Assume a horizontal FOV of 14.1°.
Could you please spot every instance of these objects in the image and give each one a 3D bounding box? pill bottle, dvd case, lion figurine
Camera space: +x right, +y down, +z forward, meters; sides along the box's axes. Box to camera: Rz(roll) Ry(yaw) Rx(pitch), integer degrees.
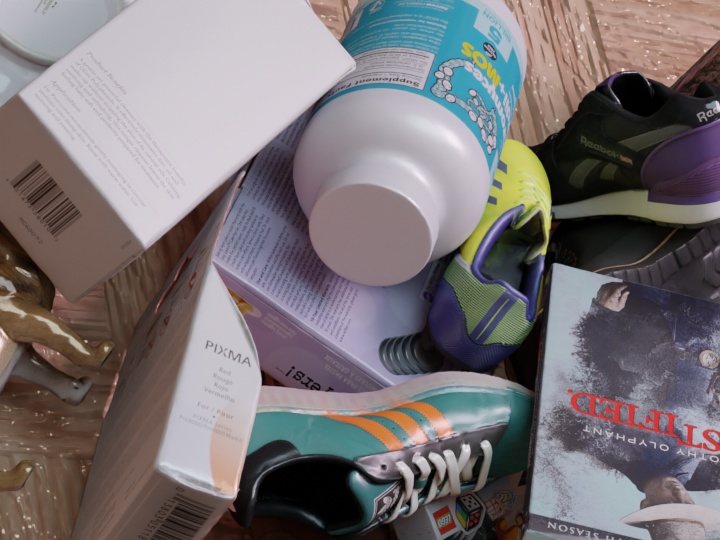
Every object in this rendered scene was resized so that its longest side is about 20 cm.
[{"bbox_3d":[0.026,-0.077,1.648,0.111,0.111,0.200,33,38,-11],"label":"pill bottle"},{"bbox_3d":[0.163,0.086,1.563,0.146,0.022,0.200,14,46,-4],"label":"dvd case"},{"bbox_3d":[-0.211,0.057,1.515,0.122,0.072,0.200,32,53,-2],"label":"lion figurine"}]

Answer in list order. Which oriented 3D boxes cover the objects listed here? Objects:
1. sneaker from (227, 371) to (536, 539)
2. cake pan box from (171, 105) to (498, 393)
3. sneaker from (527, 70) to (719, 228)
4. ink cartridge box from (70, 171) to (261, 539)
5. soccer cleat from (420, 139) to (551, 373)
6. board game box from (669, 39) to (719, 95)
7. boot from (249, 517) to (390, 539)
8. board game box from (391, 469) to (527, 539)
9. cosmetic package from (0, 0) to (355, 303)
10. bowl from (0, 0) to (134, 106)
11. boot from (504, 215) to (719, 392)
[{"bbox_3d":[0.013,0.106,1.548,0.200,0.071,0.080,-3,42,-17],"label":"sneaker"},{"bbox_3d":[0.000,0.000,1.680,0.184,0.052,0.200,35,38,-11],"label":"cake pan box"},{"bbox_3d":[0.154,-0.081,1.750,0.076,0.200,0.088,-31,112,-37],"label":"sneaker"},{"bbox_3d":[-0.094,0.071,1.518,0.050,0.162,0.200,25,49,-11],"label":"ink cartridge box"},{"bbox_3d":[0.087,-0.019,1.665,0.065,0.084,0.200,34,36,-11],"label":"soccer cleat"},{"bbox_3d":[0.264,-0.070,1.813,0.159,0.200,0.097,43,47,0],"label":"board game box"},{"bbox_3d":[-0.051,0.146,1.560,0.188,0.068,0.200,7,57,-29],"label":"boot"},{"bbox_3d":[0.113,0.158,1.652,0.200,0.035,0.126,-25,95,-42],"label":"board game box"},{"bbox_3d":[-0.107,-0.087,1.554,0.108,0.085,0.200,51,47,-4],"label":"cosmetic package"},{"bbox_3d":[-0.193,-0.133,1.637,0.201,0.090,0.201,17,53,-24],"label":"bowl"},{"bbox_3d":[0.133,0.016,1.743,0.200,0.138,0.078,-27,113,-32],"label":"boot"}]
